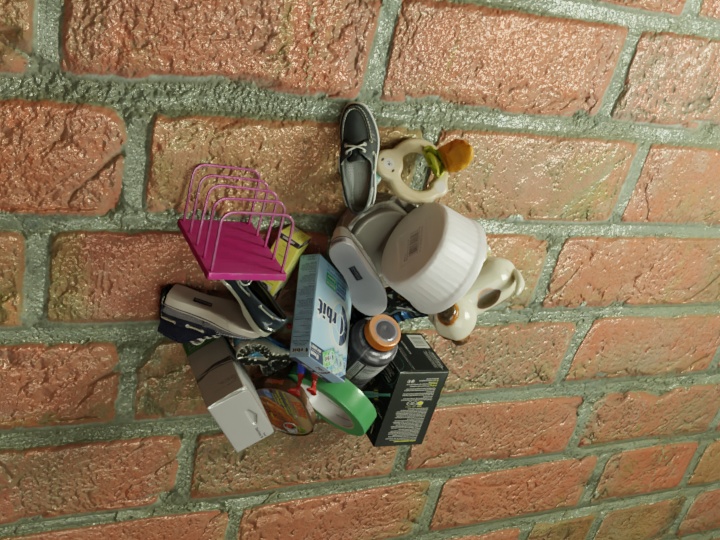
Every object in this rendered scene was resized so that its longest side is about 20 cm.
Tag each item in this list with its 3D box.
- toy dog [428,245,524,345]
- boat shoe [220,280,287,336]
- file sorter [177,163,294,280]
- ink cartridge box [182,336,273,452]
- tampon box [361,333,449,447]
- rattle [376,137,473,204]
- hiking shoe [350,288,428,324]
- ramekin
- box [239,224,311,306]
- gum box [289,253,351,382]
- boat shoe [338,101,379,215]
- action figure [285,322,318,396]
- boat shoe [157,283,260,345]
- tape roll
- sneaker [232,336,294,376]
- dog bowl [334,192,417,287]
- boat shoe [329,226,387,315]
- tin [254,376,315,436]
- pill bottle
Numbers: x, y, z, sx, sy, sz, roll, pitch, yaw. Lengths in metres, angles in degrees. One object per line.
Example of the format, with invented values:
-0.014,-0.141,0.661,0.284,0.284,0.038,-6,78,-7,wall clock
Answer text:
0.223,0.059,1.810,0.200,0.193,0.140,-47,143,-20,toy dog
-0.205,0.024,1.598,0.062,0.201,0.075,-34,174,24,boat shoe
-0.211,-0.085,1.500,0.138,0.200,0.126,2,118,-28,file sorter
-0.254,0.222,1.683,0.084,0.200,0.146,-29,130,-5,ink cartridge box
0.081,0.258,1.914,0.126,0.150,0.201,3,120,-28,tampon box
0.085,-0.187,1.613,0.199,0.143,0.131,5,99,-20,rattle
0.068,0.078,1.852,0.199,0.075,0.087,2,147,-32,hiking shoe
0.130,-0.029,1.643,0.098,0.201,0.201,31,104,-30,ramekin
-0.167,0.014,1.665,0.050,0.075,0.201,31,109,4,box
-0.071,0.094,1.677,0.044,0.201,0.170,-4,156,21,gum box
-0.003,-0.200,1.582,0.075,0.060,0.201,-5,106,11,boat shoe
-0.110,0.133,1.720,0.065,0.201,0.099,-6,149,24,action figure
-0.282,0.102,1.638,0.199,0.075,0.093,23,120,1,boat shoe
-0.061,0.260,1.810,0.048,0.200,0.201,-51,135,-23,tape roll
-0.190,0.144,1.743,0.078,0.090,0.200,-31,152,8,sneaker
0.037,-0.062,1.734,0.199,0.059,0.201,-14,127,-19,dog bowl
0.000,0.000,1.675,0.073,0.066,0.201,-13,129,12,boat shoe
-0.157,0.283,1.834,0.111,0.042,0.200,7,144,18,tin
0.008,0.163,1.790,0.106,0.107,0.200,2,150,-28,pill bottle
